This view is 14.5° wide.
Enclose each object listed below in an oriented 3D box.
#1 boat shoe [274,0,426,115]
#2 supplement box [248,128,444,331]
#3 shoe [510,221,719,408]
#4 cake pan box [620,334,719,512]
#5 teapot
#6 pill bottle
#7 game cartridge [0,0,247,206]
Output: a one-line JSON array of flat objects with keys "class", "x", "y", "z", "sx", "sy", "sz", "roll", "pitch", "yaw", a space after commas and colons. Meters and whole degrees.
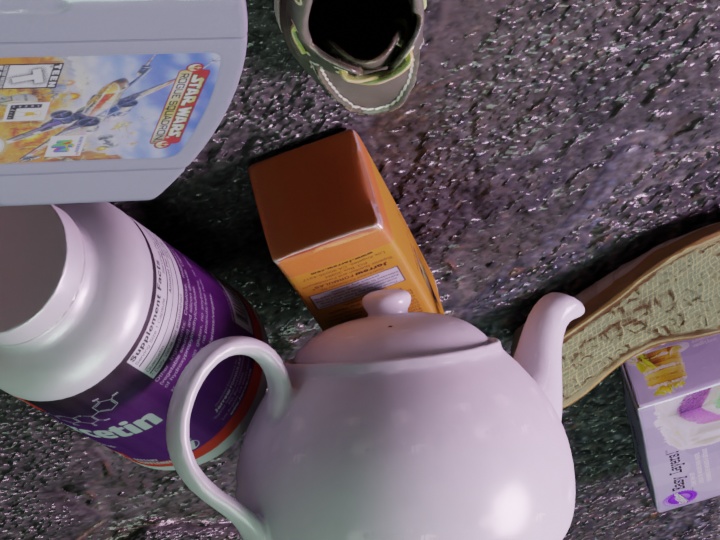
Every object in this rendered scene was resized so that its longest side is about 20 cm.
[{"class": "boat shoe", "x": -0.004, "y": -0.124, "z": 1.353, "sx": 0.072, "sy": 0.061, "sz": 0.202, "roll": -16, "pitch": 152, "yaw": -1}, {"class": "supplement box", "x": 0.000, "y": 0.000, "z": 1.577, "sx": 0.069, "sy": 0.067, "sz": 0.200, "roll": -21, "pitch": 152, "yaw": 8}, {"class": "shoe", "x": 0.176, "y": 0.016, "z": 1.730, "sx": 0.199, "sy": 0.053, "sz": 0.070, "roll": -29, "pitch": 118, "yaw": 14}, {"class": "cake pan box", "x": 0.271, "y": 0.085, "z": 1.901, "sx": 0.183, "sy": 0.053, "sz": 0.200, "roll": -15, "pitch": 152, "yaw": 2}, {"class": "teapot", "x": 0.016, "y": 0.084, "z": 1.521, "sx": 0.196, "sy": 0.147, "sz": 0.200, "roll": -6, "pitch": -176, "yaw": 13}, {"class": "pill bottle", "x": -0.137, "y": 0.029, "z": 1.505, "sx": 0.112, "sy": 0.113, "sz": 0.200, "roll": -26, "pitch": 151, "yaw": 17}, {"class": "game cartridge", "x": -0.123, "y": -0.086, "z": 1.264, "sx": 0.133, "sy": 0.042, "sz": 0.200, "roll": 1, "pitch": 153, "yaw": -17}]
